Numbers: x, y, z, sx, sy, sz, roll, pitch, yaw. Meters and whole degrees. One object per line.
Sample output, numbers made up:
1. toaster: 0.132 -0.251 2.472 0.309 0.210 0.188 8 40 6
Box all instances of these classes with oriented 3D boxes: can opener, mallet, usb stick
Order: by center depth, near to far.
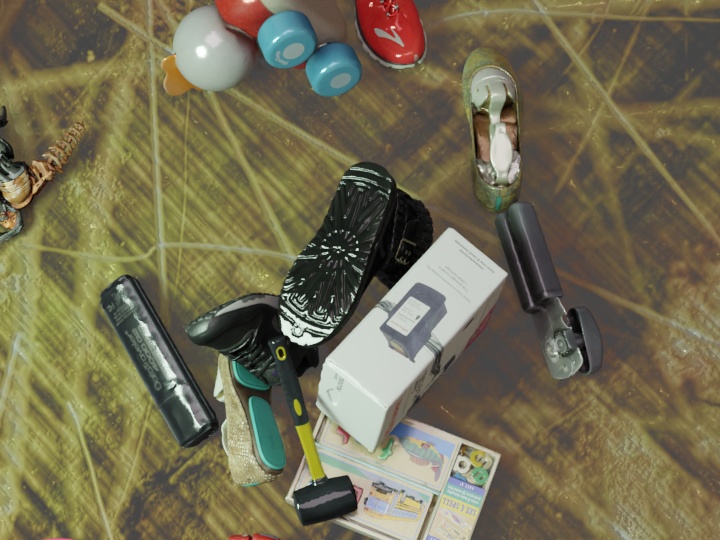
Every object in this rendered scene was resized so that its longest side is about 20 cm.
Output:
1. mallet: -0.067 0.168 1.640 0.065 0.041 0.201 -24 101 -3
2. usb stick: -0.218 0.098 1.724 0.055 0.033 0.201 -38 75 22
3. can opener: 0.208 0.022 1.747 0.066 0.053 0.201 -5 70 -35

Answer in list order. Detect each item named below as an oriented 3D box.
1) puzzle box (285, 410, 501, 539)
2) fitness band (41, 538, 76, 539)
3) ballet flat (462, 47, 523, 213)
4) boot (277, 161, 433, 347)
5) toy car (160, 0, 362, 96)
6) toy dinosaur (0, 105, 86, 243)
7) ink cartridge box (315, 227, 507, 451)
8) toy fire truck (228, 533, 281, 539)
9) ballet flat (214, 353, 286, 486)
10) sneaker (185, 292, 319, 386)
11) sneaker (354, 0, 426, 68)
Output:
1. puzzle box: 0.035 0.221 1.694 0.199 0.025 0.134 20 76 6
2. fitness band: -0.343 0.357 1.653 0.198 0.037 0.145 -15 72 -5
3. ballet flat: 0.151 -0.166 1.785 0.070 0.071 0.202 -2 73 0
4. boot: 0.002 0.000 1.693 0.079 0.158 0.212 26 82 23
5. toy car: -0.133 -0.257 1.790 0.199 0.177 0.185 -35 60 20
6. toy dinosaur: -0.400 -0.107 1.773 0.199 0.102 0.136 -32 91 -27
7. ink cartridge box: 0.051 0.074 1.658 0.084 0.145 0.200 39 68 12
8. toy fire truck: -0.069 0.370 1.639 0.140 0.049 0.202 -1 73 -1
9. ballet flat: -0.127 0.139 1.693 0.065 0.070 0.201 -34 47 30
10. sneaker: -0.100 0.075 1.655 0.075 0.200 0.088 -26 78 28
11. sneaker: 0.020 -0.324 1.821 0.076 0.085 0.201 -18 74 -4
